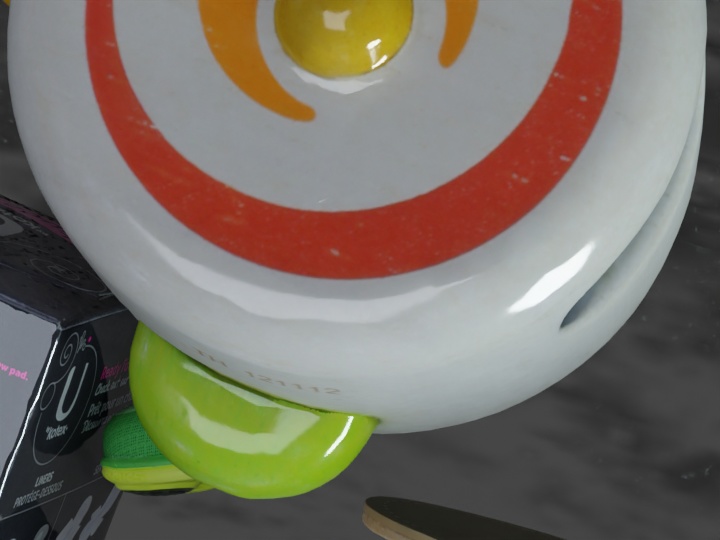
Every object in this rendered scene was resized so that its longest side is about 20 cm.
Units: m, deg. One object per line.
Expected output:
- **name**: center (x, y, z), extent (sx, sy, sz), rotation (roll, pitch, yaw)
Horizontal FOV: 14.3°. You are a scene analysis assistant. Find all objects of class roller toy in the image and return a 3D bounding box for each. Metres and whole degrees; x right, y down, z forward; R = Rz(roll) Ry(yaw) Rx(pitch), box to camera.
- **roller toy**: center (0.001, -0.056, 0.777), extent (0.182, 0.140, 0.200), rotation (-20, 77, 1)

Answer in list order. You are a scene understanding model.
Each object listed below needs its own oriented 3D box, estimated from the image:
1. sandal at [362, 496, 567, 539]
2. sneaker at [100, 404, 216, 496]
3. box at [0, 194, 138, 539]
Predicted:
- **sandal**: center (0.093, 0.131, 0.868), extent (0.211, 0.078, 0.070), rotation (15, 96, 10)
- **sneaker**: center (0.000, 0.000, 0.883), extent (0.200, 0.074, 0.084), rotation (-36, 82, 8)
- **box**: center (-0.173, 0.018, 0.906), extent (0.200, 0.132, 0.115), rotation (25, 102, 12)
